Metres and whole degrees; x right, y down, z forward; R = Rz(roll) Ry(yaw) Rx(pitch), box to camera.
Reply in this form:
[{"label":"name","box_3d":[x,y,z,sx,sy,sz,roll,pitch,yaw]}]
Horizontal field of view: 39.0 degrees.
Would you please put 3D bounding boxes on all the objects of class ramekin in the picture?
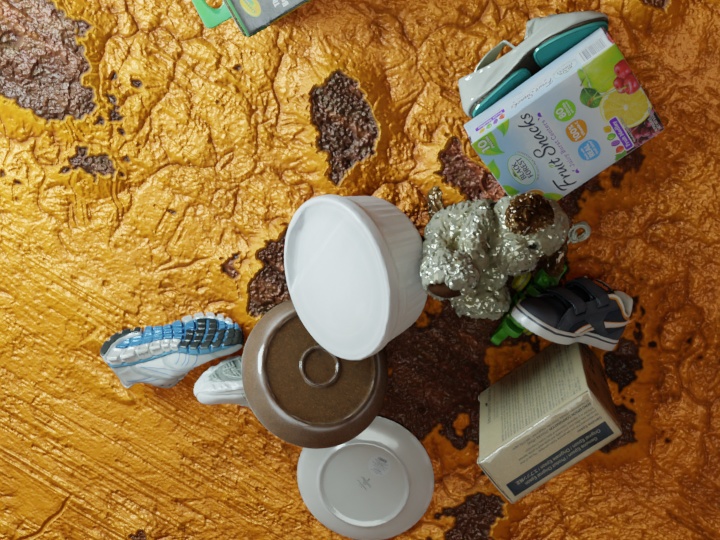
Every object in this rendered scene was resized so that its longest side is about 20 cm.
[{"label":"ramekin","box_3d":[0.000,0.000,1.262,0.201,0.093,0.206,21,119,43]}]

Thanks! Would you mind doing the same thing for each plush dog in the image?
[{"label":"plush dog","box_3d":[0.168,-0.040,1.224,0.169,0.200,0.163,-13,70,19]}]

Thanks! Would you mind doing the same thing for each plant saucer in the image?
[{"label":"plant saucer","box_3d":[-0.055,0.127,1.319,0.197,0.035,0.204,4,72,-12]}]

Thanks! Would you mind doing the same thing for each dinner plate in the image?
[{"label":"dinner plate","box_3d":[0.006,0.299,1.439,0.196,0.024,0.204,2,108,5]}]

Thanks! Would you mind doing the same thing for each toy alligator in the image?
[{"label":"toy alligator","box_3d":[0.230,0.024,1.306,0.059,0.054,0.201,34,108,-6]}]

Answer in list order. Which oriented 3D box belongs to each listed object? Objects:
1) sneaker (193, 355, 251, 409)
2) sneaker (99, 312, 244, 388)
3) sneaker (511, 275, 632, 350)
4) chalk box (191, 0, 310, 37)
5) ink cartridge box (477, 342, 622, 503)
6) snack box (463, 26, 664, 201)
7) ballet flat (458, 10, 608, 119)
[{"label":"sneaker","box_3d":[-0.123,0.167,1.367,0.196,0.078,0.101,-7,118,-8]},{"label":"sneaker","box_3d":[-0.249,0.117,1.392,0.197,0.075,0.088,-9,125,10]},{"label":"sneaker","box_3d":[0.266,0.045,1.261,0.078,0.198,0.080,40,111,40]},{"label":"chalk box","box_3d":[-0.108,-0.358,1.184,0.198,0.124,0.126,-26,105,15]},{"label":"ink cartridge box","box_3d":[0.232,0.179,1.280,0.164,0.200,0.075,-38,100,17]},{"label":"snack box","box_3d":[0.244,-0.172,1.218,0.199,0.053,0.142,-33,123,15]},{"label":"ballet flat","box_3d":[0.198,-0.260,1.214,0.199,0.070,0.070,-35,102,16]}]
